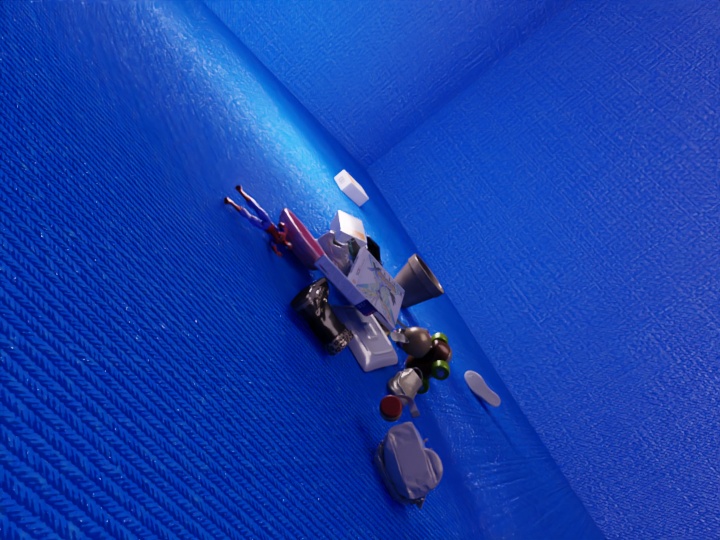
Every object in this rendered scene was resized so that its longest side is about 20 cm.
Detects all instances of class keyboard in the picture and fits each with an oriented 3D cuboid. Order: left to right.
[{"bbox_3d":[0.048,-0.038,1.946,0.104,0.040,0.200,46,-20,30],"label":"keyboard"}]

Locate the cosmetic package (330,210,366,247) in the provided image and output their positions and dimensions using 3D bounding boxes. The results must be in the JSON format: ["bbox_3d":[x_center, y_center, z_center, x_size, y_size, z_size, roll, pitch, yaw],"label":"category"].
[{"bbox_3d":[-0.044,-0.129,1.801,0.101,0.071,0.200,23,22,-17],"label":"cosmetic package"}]

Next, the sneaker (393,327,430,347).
[{"bbox_3d":[0.183,0.222,1.742,0.200,0.095,0.079,29,29,-58],"label":"sneaker"}]

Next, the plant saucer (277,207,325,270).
[{"bbox_3d":[-0.155,-0.073,1.363,0.201,0.051,0.201,52,4,-5],"label":"plant saucer"}]

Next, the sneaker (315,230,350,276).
[{"bbox_3d":[-0.059,-0.030,1.546,0.200,0.092,0.076,54,13,-2],"label":"sneaker"}]

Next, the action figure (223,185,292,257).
[{"bbox_3d":[-0.223,-0.105,1.205,0.200,0.065,0.099,44,-1,-35],"label":"action figure"}]

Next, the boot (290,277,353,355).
[{"bbox_3d":[-0.080,0.101,1.172,0.151,0.073,0.200,55,9,-5],"label":"boot"}]

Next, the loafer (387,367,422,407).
[{"bbox_3d":[0.125,0.302,1.379,0.076,0.068,0.200,53,13,0],"label":"loafer"}]

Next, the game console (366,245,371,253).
[{"bbox_3d":[-0.001,0.001,1.842,0.200,0.116,0.176,-110,-171,-50],"label":"game console"}]

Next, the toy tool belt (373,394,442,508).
[{"bbox_3d":[0.085,0.364,1.026,0.123,0.124,0.201,89,-19,-53],"label":"toy tool belt"}]

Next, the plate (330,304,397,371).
[{"bbox_3d":[0.015,0.167,1.365,0.200,0.032,0.200,56,21,19],"label":"plate"}]

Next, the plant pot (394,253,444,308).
[{"bbox_3d":[0.216,0.061,2.103,0.200,0.173,0.200,49,14,-16],"label":"plant pot"}]

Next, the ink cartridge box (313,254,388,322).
[{"bbox_3d":[-0.020,0.061,1.294,0.200,0.043,0.196,47,-2,16],"label":"ink cartridge box"}]

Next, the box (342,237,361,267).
[{"bbox_3d":[0.000,0.000,1.628,0.200,0.036,0.144,56,-19,-2],"label":"box"}]

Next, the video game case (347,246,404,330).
[{"bbox_3d":[0.048,0.051,1.509,0.200,0.022,0.183,47,34,-18],"label":"video game case"}]

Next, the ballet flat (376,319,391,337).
[{"bbox_3d":[0.071,0.166,1.554,0.063,0.069,0.200,47,12,4],"label":"ballet flat"}]

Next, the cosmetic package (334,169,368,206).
[{"bbox_3d":[-0.046,-0.432,2.701,0.200,0.071,0.102,35,22,-56],"label":"cosmetic package"}]

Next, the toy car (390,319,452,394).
[{"bbox_3d":[0.158,0.229,1.523,0.200,0.158,0.164,42,25,-16],"label":"toy car"}]

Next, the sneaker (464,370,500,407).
[{"bbox_3d":[0.522,0.524,2.258,0.200,0.074,0.082,49,-17,1],"label":"sneaker"}]
